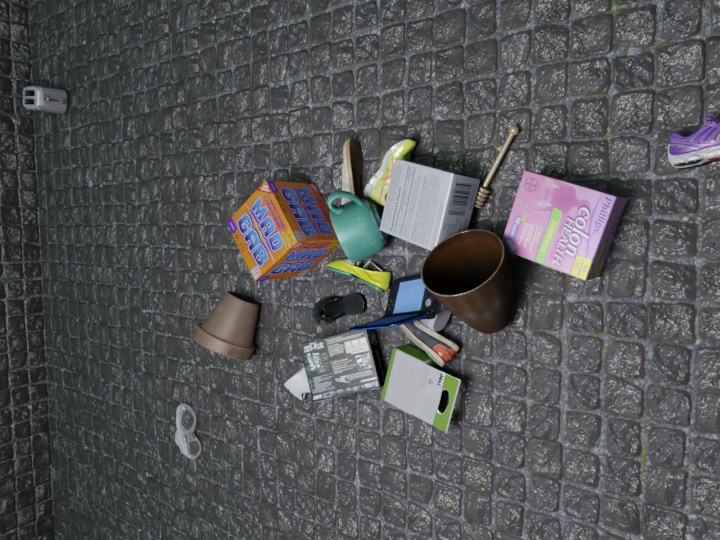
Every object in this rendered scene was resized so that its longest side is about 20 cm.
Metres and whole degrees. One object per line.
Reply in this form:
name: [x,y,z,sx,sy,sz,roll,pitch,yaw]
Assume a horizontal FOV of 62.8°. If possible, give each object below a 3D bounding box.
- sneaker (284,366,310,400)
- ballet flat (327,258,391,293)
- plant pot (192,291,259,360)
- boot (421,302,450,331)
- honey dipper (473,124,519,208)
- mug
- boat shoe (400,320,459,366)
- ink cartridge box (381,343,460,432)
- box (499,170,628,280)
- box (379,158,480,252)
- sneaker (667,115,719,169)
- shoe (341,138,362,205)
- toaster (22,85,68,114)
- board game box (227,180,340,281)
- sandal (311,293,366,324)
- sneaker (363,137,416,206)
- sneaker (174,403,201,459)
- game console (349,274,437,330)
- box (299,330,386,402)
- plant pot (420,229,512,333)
sneaker: [-0.134,0.312,1.732,0.089,0.075,0.200,50,122,3]
ballet flat: [0.000,0.000,1.603,0.200,0.067,0.067,22,86,32]
plant pot: [-0.404,0.166,1.860,0.200,0.200,0.175,25,92,34]
boot: [0.195,0.043,1.444,0.096,0.073,0.200,38,106,43]
honey dipper: [0.307,-0.239,1.352,0.038,0.038,0.200,36,114,30]
mug: [-0.001,-0.114,1.511,0.114,0.185,0.152,-23,67,7]
boat shoe: [0.162,0.161,1.483,0.063,0.071,0.200,-43,47,-7]
ink cartridge box: [0.164,0.293,1.485,0.200,0.076,0.148,22,106,33]
box: [0.422,-0.097,1.238,0.200,0.097,0.176,25,109,33]
box: [0.161,-0.156,1.407,0.200,0.105,0.185,27,110,46]
sneaker: [0.658,-0.243,1.056,0.200,0.081,0.084,-8,83,39]
shoe: [-0.030,-0.255,1.592,0.053,0.070,0.201,0,96,30]
toaster: [-1.366,-0.739,2.551,0.200,0.129,0.114,15,102,36]
board game box: [-0.211,-0.111,1.662,0.200,0.200,0.200,-39,71,33]
sandal: [-0.073,0.105,1.669,0.200,0.048,0.076,-20,82,37]
sneaker: [0.094,-0.246,1.502,0.090,0.078,0.200,45,124,17]
sneaker: [-0.644,0.583,2.137,0.099,0.078,0.201,-12,85,41]
game console: [0.084,0.076,1.432,0.200,0.118,0.171,-13,59,56]
box: [-0.045,0.252,1.598,0.199,0.086,0.164,-17,84,16]
plant pot: [0.260,0.044,1.307,0.186,0.200,0.187,-22,40,19]
